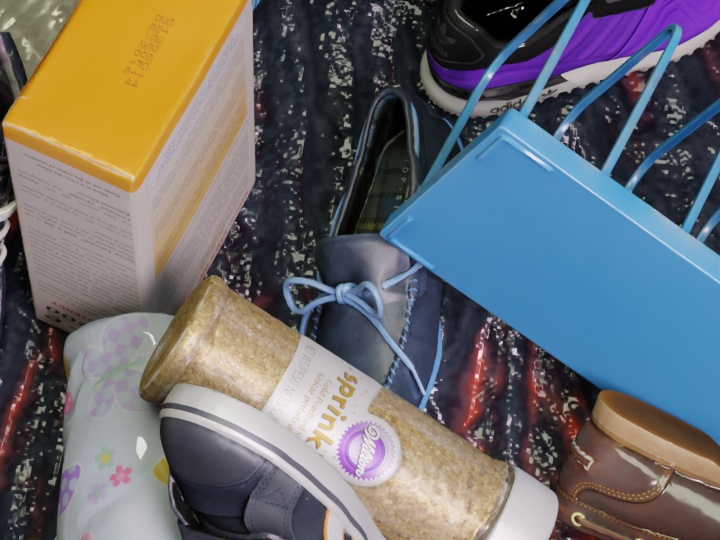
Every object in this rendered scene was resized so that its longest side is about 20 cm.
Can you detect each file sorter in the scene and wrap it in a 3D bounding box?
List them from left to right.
[{"bbox_3d":[0.141,-0.029,1.257,0.200,0.139,0.123,35,61,-8],"label":"file sorter"}]

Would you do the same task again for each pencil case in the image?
[{"bbox_3d":[-0.108,0.120,1.251,0.090,0.083,0.201,-20,56,32],"label":"pencil case"}]

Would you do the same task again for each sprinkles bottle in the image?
[{"bbox_3d":[-0.005,0.082,1.226,0.200,0.068,0.068,33,65,-8],"label":"sprinkles bottle"}]

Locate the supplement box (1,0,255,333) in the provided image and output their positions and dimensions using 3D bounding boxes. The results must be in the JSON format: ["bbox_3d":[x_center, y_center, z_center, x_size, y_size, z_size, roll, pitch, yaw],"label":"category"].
[{"bbox_3d":[-0.109,-0.057,1.282,0.073,0.200,0.126,23,63,10],"label":"supplement box"}]

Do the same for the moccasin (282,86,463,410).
[{"bbox_3d":[0.000,0.000,1.313,0.080,0.068,0.201,-8,57,26],"label":"moccasin"}]

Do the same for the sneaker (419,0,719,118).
[{"bbox_3d":[0.126,-0.150,1.380,0.199,0.100,0.070,-25,65,-10],"label":"sneaker"}]

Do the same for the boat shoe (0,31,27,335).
[{"bbox_3d":[-0.199,-0.026,1.281,0.074,0.093,0.201,-15,99,-37],"label":"boat shoe"}]

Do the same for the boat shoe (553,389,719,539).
[{"bbox_3d":[0.189,0.130,1.250,0.199,0.070,0.071,26,102,9],"label":"boat shoe"}]

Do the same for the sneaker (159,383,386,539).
[{"bbox_3d":[-0.036,0.134,1.184,0.078,0.200,0.080,9,58,43],"label":"sneaker"}]

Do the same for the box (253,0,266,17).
[{"bbox_3d":[-0.140,-0.193,1.444,0.199,0.046,0.159,28,67,17],"label":"box"}]

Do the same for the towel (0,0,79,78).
[{"bbox_3d":[-0.214,-0.112,1.379,0.200,0.034,0.133,-40,72,2],"label":"towel"}]
